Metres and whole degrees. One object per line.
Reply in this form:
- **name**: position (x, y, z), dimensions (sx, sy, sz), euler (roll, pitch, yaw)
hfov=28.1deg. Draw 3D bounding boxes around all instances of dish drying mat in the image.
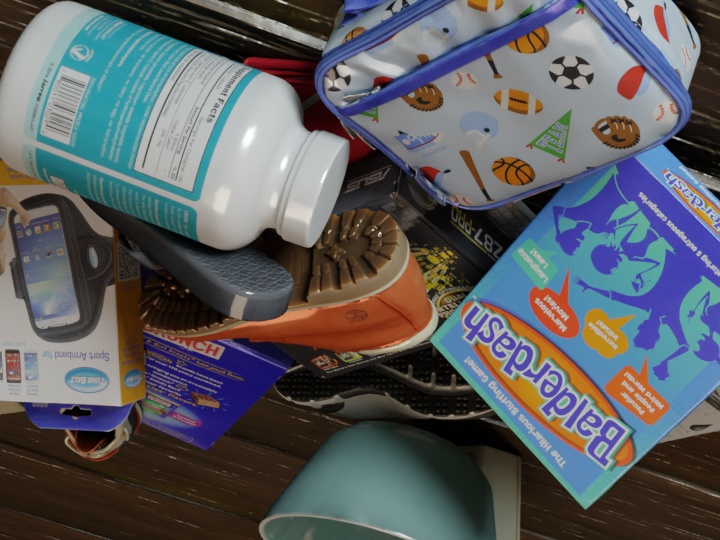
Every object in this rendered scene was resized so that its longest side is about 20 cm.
- **dish drying mat**: position (-0.024, -0.068, 0.967), dimensions (0.077, 0.018, 0.200), euler (5, 147, 14)

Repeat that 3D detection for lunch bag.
- **lunch bag**: position (0.074, -0.115, 0.802), dimensions (0.200, 0.076, 0.160), euler (-21, 132, 42)

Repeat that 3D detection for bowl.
- **bowl**: position (0.029, 0.193, 1.165), dimensions (0.201, 0.105, 0.201), euler (17, 154, 8)

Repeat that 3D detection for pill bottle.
- **pill bottle**: position (-0.111, -0.081, 0.870), dimensions (0.200, 0.111, 0.111), euler (22, 149, 7)

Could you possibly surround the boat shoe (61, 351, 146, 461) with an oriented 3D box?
- **boat shoe**: position (-0.212, 0.116, 1.151), dimensions (0.071, 0.063, 0.200), euler (20, 150, -6)

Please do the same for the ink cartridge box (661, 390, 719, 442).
- **ink cartridge box**: position (0.252, 0.050, 0.984), dimensions (0.200, 0.067, 0.116), euler (-19, 135, 38)

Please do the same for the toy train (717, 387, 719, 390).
- **toy train**: position (0.210, 0.050, 0.914), dimensions (0.200, 0.042, 0.056), euler (-21, 93, 38)

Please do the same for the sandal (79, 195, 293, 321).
- **sandal**: position (-0.122, -0.018, 0.916), dimensions (0.076, 0.200, 0.043), euler (-6, 124, -40)

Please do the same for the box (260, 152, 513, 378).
- **box**: position (0.000, 0.000, 1.007), dimensions (0.200, 0.049, 0.161), euler (-18, 135, 36)

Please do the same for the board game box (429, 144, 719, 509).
- **board game box**: position (0.155, 0.031, 0.892), dimensions (0.152, 0.045, 0.200), euler (47, 126, 13)

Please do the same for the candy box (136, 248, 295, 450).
- **candy box**: position (-0.156, 0.054, 1.161), dimensions (0.169, 0.077, 0.200), euler (25, 148, -14)

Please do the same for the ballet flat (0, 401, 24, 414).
- **ballet flat**: position (-0.311, 0.094, 1.211), dimensions (0.069, 0.070, 0.200), euler (19, 180, -7)

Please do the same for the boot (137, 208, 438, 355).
- **boot**: position (-0.048, 0.026, 0.955), dimensions (0.200, 0.075, 0.107), euler (-8, 146, 24)

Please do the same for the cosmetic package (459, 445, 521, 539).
- **cosmetic package**: position (0.080, 0.258, 1.256), dimensions (0.103, 0.200, 0.073), euler (-7, 162, 33)

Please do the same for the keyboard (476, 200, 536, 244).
- **keyboard**: position (0.088, -0.038, 0.976), dimensions (0.056, 0.011, 0.200), euler (-13, 139, 37)

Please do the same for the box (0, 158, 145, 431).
- **box**: position (-0.217, 0.018, 1.032), dimensions (0.119, 0.200, 0.041), euler (0, -177, 22)

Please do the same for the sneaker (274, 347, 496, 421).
- **sneaker**: position (0.033, 0.087, 1.155), dimensions (0.200, 0.074, 0.080), euler (3, 162, 26)
